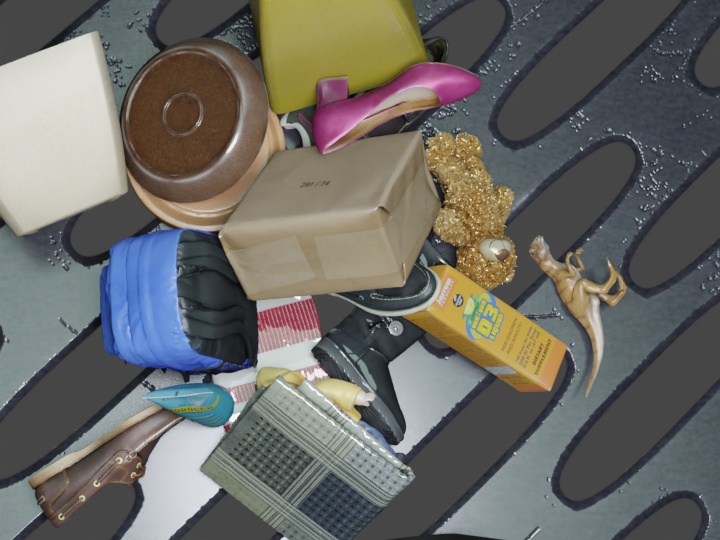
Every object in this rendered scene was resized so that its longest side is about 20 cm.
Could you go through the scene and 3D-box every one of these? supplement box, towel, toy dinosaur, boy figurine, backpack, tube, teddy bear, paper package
[{"bbox_3d":[0.149,0.071,1.684,0.199,0.069,0.067,32,72,-21],"label":"supplement box"},{"bbox_3d":[-0.106,0.127,1.698,0.142,0.023,0.203,-14,82,-8],"label":"towel"},{"bbox_3d":[0.280,0.041,1.753,0.105,0.060,0.202,-30,80,13],"label":"toy dinosaur"},{"bbox_3d":[-0.037,0.177,1.641,0.200,0.065,0.124,43,107,-8],"label":"boy figurine"},{"bbox_3d":[-0.214,0.044,1.596,0.166,0.200,0.165,-12,80,15],"label":"backpack"},{"bbox_3d":[-0.183,0.145,1.579,0.076,0.200,0.051,-9,80,4],"label":"tube"},{"bbox_3d":[-0.064,0.226,1.622,0.199,0.193,0.035,38,35,-5],"label":"towel"},{"bbox_3d":[0.139,-0.077,1.718,0.144,0.066,0.203,21,56,-47],"label":"teddy bear"},{"bbox_3d":[-0.029,-0.064,1.603,0.197,0.191,0.104,-6,121,24],"label":"paper package"}]

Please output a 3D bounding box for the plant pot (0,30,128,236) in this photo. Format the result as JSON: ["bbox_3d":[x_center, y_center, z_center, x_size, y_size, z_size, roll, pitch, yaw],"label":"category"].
[{"bbox_3d":[-0.364,-0.145,1.625,0.198,0.200,0.179,-22,96,-10],"label":"plant pot"}]

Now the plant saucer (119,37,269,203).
[{"bbox_3d":[-0.204,-0.182,1.664,0.198,0.034,0.203,-4,79,20],"label":"plant saucer"}]

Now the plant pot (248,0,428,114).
[{"bbox_3d":[-0.044,-0.335,1.650,0.197,0.177,0.202,-15,63,4],"label":"plant pot"}]

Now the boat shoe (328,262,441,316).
[{"bbox_3d":[0.001,-0.002,1.652,0.198,0.066,0.075,18,71,38],"label":"boat shoe"}]

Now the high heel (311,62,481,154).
[{"bbox_3d":[0.042,-0.182,1.624,0.197,0.068,0.097,-2,62,0],"label":"high heel"}]

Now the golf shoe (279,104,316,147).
[{"bbox_3d":[-0.019,-0.130,1.731,0.087,0.077,0.202,-30,82,7],"label":"golf shoe"}]

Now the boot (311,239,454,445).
[{"bbox_3d":[0.059,0.086,1.708,0.200,0.065,0.166,-44,109,-24],"label":"boot"}]

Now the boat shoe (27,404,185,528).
[{"bbox_3d":[-0.283,0.222,1.635,0.199,0.070,0.071,-33,80,-3],"label":"boat shoe"}]

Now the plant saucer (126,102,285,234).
[{"bbox_3d":[-0.189,-0.146,1.722,0.197,0.032,0.203,1,81,-7],"label":"plant saucer"}]

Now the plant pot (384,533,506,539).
[{"bbox_3d":[0.084,0.395,1.596,0.176,0.199,0.202,-16,91,-27],"label":"plant pot"}]

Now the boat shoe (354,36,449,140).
[{"bbox_3d":[0.048,-0.219,1.710,0.073,0.065,0.201,40,53,-18],"label":"boat shoe"}]
